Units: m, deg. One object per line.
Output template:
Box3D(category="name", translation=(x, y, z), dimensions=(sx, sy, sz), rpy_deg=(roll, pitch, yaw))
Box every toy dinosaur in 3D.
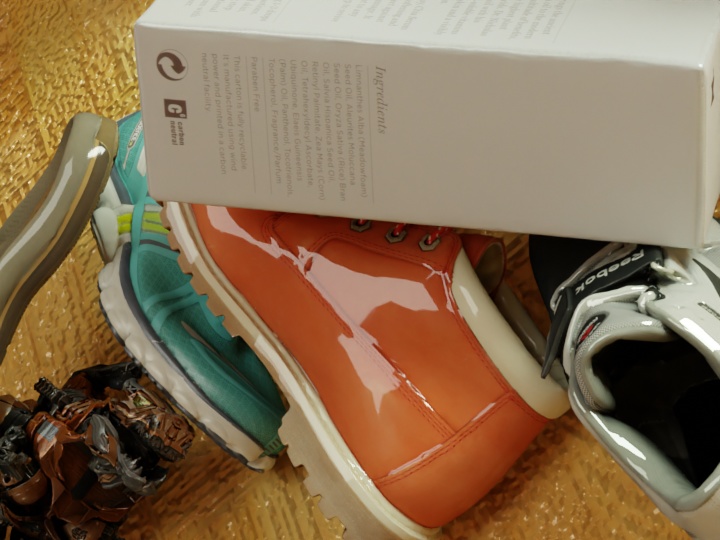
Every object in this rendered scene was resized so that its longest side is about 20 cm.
Box3D(category="toy dinosaur", translation=(-0.145, 0.100, 1.043), dimensions=(0.200, 0.102, 0.136), rpy_deg=(-41, 21, 59))

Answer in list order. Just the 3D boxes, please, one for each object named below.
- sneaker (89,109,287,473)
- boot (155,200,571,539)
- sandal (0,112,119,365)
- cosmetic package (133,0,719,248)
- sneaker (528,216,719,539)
Box3D(category="sneaker", translation=(-0.064, -0.005, 1.023), dimensions=(0.079, 0.078, 0.200), rpy_deg=(-32, 47, 13))
Box3D(category="boot", translation=(0.000, 0.000, 0.930), dimensions=(0.107, 0.075, 0.200), rpy_deg=(-40, 70, 19))
Box3D(category="sandal", translation=(-0.168, 0.014, 1.016), dimensions=(0.200, 0.054, 0.080), rpy_deg=(-57, 17, 4))
Box3D(category="cosmetic package", translation=(0.031, -0.068, 0.877), dimensions=(0.199, 0.072, 0.102), rpy_deg=(6, 29, 15))
Box3D(category="sneaker", translation=(0.099, 0.022, 0.840), dimensions=(0.074, 0.088, 0.200), rpy_deg=(-48, 42, 14))
